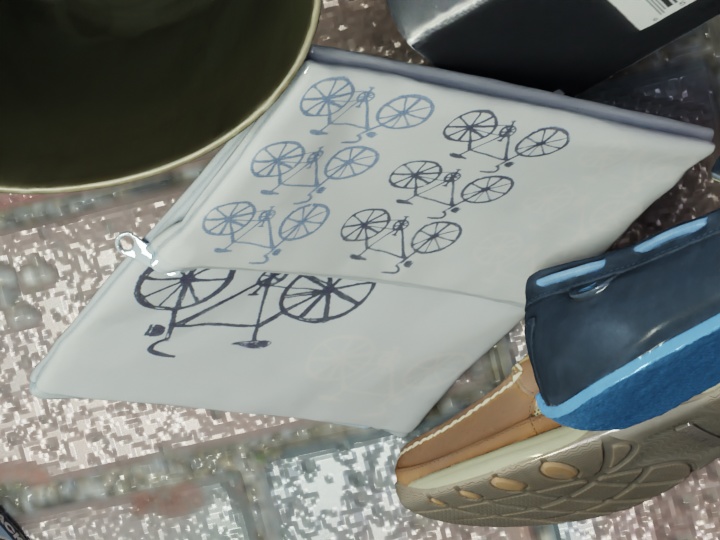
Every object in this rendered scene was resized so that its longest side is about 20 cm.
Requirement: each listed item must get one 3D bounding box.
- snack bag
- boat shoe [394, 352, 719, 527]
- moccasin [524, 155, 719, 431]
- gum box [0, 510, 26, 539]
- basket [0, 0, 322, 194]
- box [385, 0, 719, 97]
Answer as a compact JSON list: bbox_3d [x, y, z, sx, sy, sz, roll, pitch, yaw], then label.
[{"bbox_3d":[0.000,0.000,0.910,0.200,0.188,0.022,-45,52,36],"label":"snack bag"},{"bbox_3d":[0.100,0.040,0.978,0.199,0.076,0.072,-23,60,24],"label":"boat shoe"},{"bbox_3d":[0.136,-0.015,0.879,0.199,0.080,0.069,-27,64,18],"label":"moccasin"},{"bbox_3d":[-0.202,0.187,1.074,0.200,0.045,0.170,-41,90,15],"label":"gum box"},{"bbox_3d":[-0.091,-0.133,0.867,0.179,0.200,0.137,-7,119,9],"label":"basket"},{"bbox_3d":[0.079,-0.188,0.877,0.196,0.117,0.201,-29,68,15],"label":"box"}]
